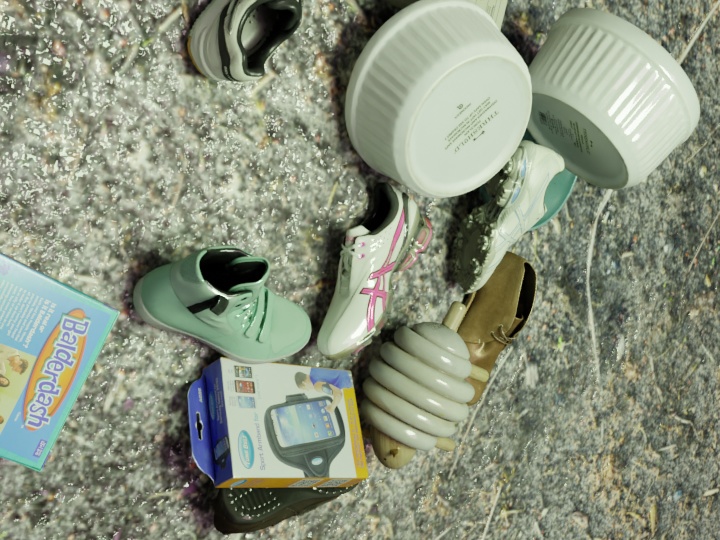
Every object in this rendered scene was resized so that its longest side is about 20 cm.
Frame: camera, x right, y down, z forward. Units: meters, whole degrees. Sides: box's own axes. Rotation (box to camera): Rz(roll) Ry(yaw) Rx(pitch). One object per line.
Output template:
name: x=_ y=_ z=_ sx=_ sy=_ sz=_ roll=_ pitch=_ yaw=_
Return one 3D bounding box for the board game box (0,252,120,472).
board game box: x=-0.316 y=0.059 z=0.762 sx=0.199 sy=0.045 sz=0.154 roll=33 pitch=79 yaw=-40

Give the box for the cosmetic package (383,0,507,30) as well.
cosmetic package: x=0.069 y=-0.325 z=0.972 sx=0.197 sy=0.072 sz=0.106 roll=11 pitch=94 yaw=-41

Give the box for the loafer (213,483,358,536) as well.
loafer: x=-0.082 y=0.229 z=0.997 sx=0.198 sy=0.074 sz=0.071 roll=-4 pitch=147 yaw=-46

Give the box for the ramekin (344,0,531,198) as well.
ramekin: x=0.088 y=-0.169 z=0.968 sx=0.199 sy=0.094 sz=0.205 roll=-19 pitch=133 yaw=-22

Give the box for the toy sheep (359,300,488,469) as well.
toy sheep: x=0.069 y=0.128 z=1.051 sx=0.137 sy=0.137 sz=0.203 roll=24 pitch=89 yaw=-41

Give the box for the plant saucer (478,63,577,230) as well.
plant saucer: x=0.201 y=-0.152 z=1.151 sx=0.197 sy=0.036 sz=0.205 roll=-11 pitch=107 yaw=-38

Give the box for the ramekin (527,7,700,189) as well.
ramekin: x=0.270 y=-0.183 z=1.056 sx=0.105 sy=0.199 sz=0.200 roll=-49 pitch=127 yaw=-7

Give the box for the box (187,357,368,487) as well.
box: x=-0.083 y=0.156 z=0.950 sx=0.198 sy=0.041 sz=0.121 roll=12 pitch=59 yaw=-43

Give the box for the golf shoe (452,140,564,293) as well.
golf shoe: x=0.173 y=-0.055 z=1.083 sx=0.095 sy=0.079 sz=0.203 roll=2 pitch=129 yaw=-26

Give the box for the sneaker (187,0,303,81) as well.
sneaker: x=-0.073 y=-0.255 z=0.852 sx=0.075 sy=0.087 sz=0.203 roll=34 pitch=82 yaw=-47

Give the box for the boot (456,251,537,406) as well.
boot: x=0.161 y=0.076 z=1.150 sx=0.073 sy=0.075 sz=0.204 roll=12 pitch=94 yaw=-42

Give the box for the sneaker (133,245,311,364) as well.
sneaker: x=-0.100 y=0.034 z=0.882 sx=0.198 sy=0.117 sz=0.075 roll=17 pitch=62 yaw=-41

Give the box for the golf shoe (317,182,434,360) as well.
golf shoe: x=0.000 y=0.000 z=1.002 sx=0.092 sy=0.072 sz=0.202 roll=45 pitch=62 yaw=-31
